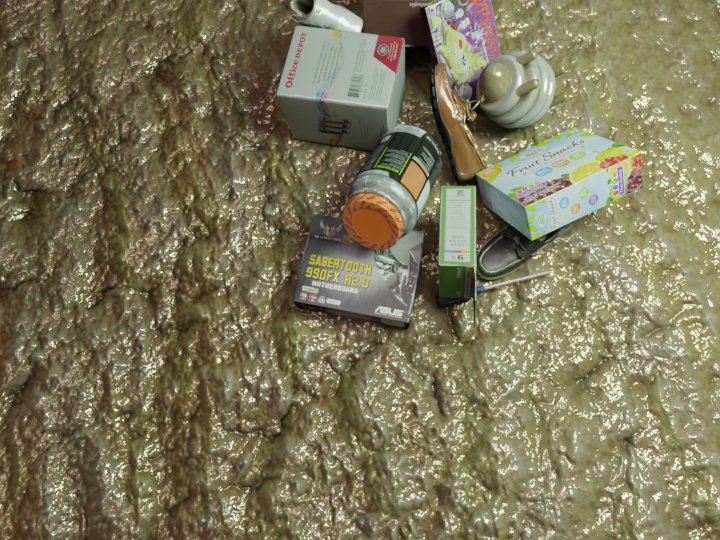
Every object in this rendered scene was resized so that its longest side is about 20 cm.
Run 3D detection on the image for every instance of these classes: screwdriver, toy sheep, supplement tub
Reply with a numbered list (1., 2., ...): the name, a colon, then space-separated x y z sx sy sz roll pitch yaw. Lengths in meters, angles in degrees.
1. screwdriver: 0.219 0.022 0.881 0.197 0.028 0.030 -19 99 2
2. toy sheep: 0.277 -0.310 0.922 0.198 0.137 0.140 8 65 -38
3. supplement tub: 0.052 -0.135 0.867 0.121 0.124 0.201 20 50 11

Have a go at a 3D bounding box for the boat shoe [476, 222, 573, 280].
1. boat shoe: 0.273 -0.059 0.884 0.199 0.065 0.074 -36 73 -6

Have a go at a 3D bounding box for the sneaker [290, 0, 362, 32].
1. sneaker: -0.079 -0.477 0.987 0.075 0.114 0.200 -64 31 15

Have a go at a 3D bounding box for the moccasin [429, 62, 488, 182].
1. moccasin: 0.172 -0.258 0.922 0.077 0.074 0.205 -19 92 7

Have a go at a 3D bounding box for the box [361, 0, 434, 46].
1. box: 0.089 -0.536 0.961 0.163 0.202 0.166 5 43 7

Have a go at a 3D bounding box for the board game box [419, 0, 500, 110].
1. board game box: 0.186 -0.384 0.942 0.119 0.202 0.032 -28 34 -7

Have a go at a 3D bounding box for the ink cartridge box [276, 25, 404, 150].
1. ink cartridge box: -0.029 -0.321 0.956 0.196 0.145 0.148 11 74 9

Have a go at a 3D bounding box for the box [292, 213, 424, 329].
1. box: 0.000 0.000 0.900 0.196 0.048 0.161 11 74 9

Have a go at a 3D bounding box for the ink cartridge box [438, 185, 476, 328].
1. ink cartridge box: 0.152 -0.022 0.843 0.058 0.104 0.203 0 61 9

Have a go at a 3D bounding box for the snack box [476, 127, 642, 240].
1. snack box: 0.314 -0.146 0.863 0.197 0.068 0.169 -24 31 -3
